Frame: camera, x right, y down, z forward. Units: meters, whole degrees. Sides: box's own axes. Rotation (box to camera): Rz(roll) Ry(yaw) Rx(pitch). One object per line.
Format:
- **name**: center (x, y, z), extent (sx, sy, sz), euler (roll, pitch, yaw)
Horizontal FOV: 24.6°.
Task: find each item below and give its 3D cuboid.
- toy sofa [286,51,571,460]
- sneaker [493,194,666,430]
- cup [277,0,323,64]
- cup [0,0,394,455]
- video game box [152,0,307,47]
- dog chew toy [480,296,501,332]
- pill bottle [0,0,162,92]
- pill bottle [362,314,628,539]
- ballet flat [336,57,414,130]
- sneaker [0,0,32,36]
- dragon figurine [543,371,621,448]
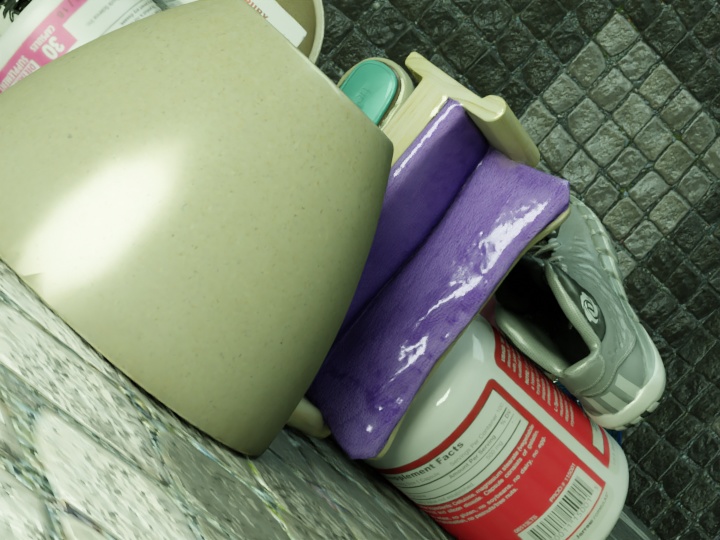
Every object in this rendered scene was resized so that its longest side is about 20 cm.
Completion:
- **toy sofa**: center (0.016, -0.004, 0.868), extent (0.097, 0.200, 0.083), euler (38, 0, 26)
- **sneaker**: center (0.110, -0.002, 1.005), extent (0.115, 0.075, 0.200), euler (32, 23, -46)
- **cup**: center (-0.127, -0.144, 1.231), extent (0.200, 0.200, 0.143), euler (44, -22, 20)
- **cup**: center (-0.068, -0.037, 0.739), extent (0.200, 0.143, 0.200), euler (44, 2, -2)
- **video game box**: center (-0.142, -0.192, 1.015), extent (0.182, 0.047, 0.200), euler (40, -9, -24)
- **dog chew toy**: center (0.000, 0.000, 1.074), extent (0.199, 0.125, 0.125), euler (26, -1, 10)
- **pill bottle**: center (-0.116, -0.075, 0.956), extent (0.200, 0.113, 0.113), euler (43, 2, -5)
- **pill bottle**: center (0.062, 0.092, 0.994), extent (0.200, 0.112, 0.112), euler (42, 2, -26)
- **ballet flat**: center (-0.030, -0.065, 1.196), extent (0.069, 0.200, 0.069), euler (42, -2, 2)
- **sneaker**: center (-0.219, -0.172, 1.108), extent (0.200, 0.074, 0.080), euler (33, -11, 22)
- **dragon figurine**: center (0.154, 0.121, 1.171), extent (0.059, 0.099, 0.201), euler (-111, -164, -80)
